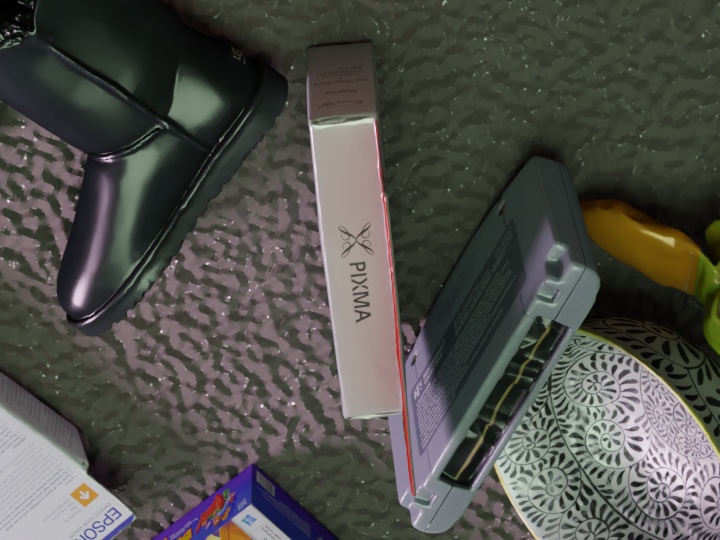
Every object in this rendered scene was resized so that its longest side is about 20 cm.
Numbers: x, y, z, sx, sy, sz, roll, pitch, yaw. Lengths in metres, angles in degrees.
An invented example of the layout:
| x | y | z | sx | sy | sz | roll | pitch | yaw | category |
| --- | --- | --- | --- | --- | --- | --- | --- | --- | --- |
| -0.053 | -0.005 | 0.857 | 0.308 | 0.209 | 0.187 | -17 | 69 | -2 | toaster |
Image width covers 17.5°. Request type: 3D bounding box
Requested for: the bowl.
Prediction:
| x | y | z | sx | sy | sz | roll | pitch | yaw | category |
| --- | --- | --- | --- | --- | --- | --- | --- | --- | --- |
| 0.177 | 0.101 | 1.405 | 0.094 | 0.200 | 0.202 | -32 | 129 | -34 | bowl |

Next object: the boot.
| x | y | z | sx | sy | sz | roll | pitch | yaw | category |
| --- | --- | --- | --- | --- | --- | --- | --- | --- | --- |
| -0.161 | -0.079 | 1.316 | 0.168 | 0.077 | 0.200 | 32 | 109 | -23 | boot |

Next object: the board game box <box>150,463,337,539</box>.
| x | y | z | sx | sy | sz | roll | pitch | yaw | category |
| --- | --- | --- | --- | --- | --- | --- | --- | --- | --- |
| -0.053 | 0.235 | 1.531 | 0.134 | 0.045 | 0.200 | -37 | 115 | 20 | board game box |

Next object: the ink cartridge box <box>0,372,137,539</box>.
| x | y | z | sx | sy | sz | roll | pitch | yaw | category |
| --- | --- | --- | --- | --- | --- | --- | --- | --- | --- |
| -0.275 | 0.143 | 1.473 | 0.199 | 0.041 | 0.200 | -40 | 115 | 21 | ink cartridge box |

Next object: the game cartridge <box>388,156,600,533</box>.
| x | y | z | sx | sy | sz | roll | pitch | yaw | category |
| --- | --- | --- | --- | --- | --- | --- | --- | --- | --- |
| 0.075 | 0.039 | 1.361 | 0.040 | 0.134 | 0.201 | 18 | 121 | -20 | game cartridge |

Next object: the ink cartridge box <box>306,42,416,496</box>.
| x | y | z | sx | sy | sz | roll | pitch | yaw | category |
| --- | --- | --- | --- | --- | --- | --- | --- | --- | --- |
| 0.000 | 0.000 | 1.312 | 0.043 | 0.174 | 0.201 | -5 | 122 | 2 | ink cartridge box |

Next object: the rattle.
| x | y | z | sx | sy | sz | roll | pitch | yaw | category |
| --- | --- | --- | --- | --- | --- | --- | --- | --- | --- |
| 0.252 | -0.050 | 1.372 | 0.200 | 0.143 | 0.130 | -50 | 144 | 9 | rattle |
